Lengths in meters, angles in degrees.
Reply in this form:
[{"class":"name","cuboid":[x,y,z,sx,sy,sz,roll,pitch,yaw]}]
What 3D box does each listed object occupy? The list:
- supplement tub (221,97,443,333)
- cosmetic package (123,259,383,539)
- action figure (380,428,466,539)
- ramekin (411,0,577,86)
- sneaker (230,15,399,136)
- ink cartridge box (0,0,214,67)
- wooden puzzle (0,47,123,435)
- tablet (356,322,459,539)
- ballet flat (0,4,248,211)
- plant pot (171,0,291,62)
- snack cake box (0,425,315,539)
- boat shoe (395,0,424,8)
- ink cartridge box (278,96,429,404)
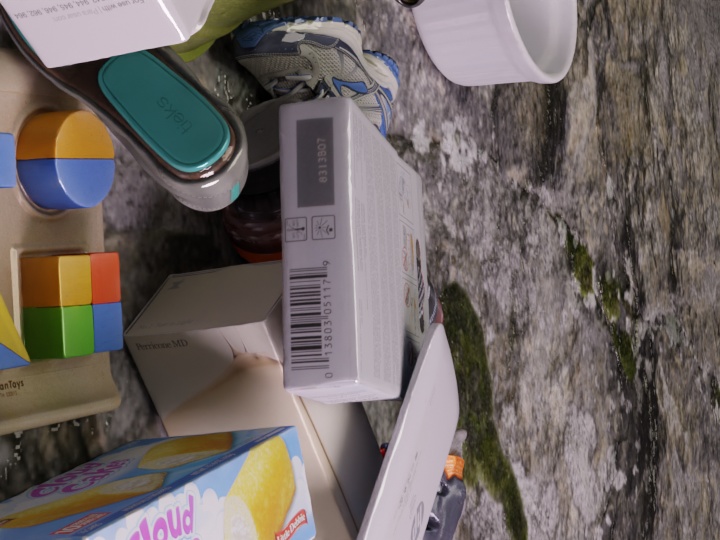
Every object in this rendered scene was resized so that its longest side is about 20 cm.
[{"class":"supplement tub","cuboid":[-0.025,-0.018,0.987,0.201,0.106,0.107,60,35,-37]},{"class":"cosmetic package","cuboid":[-0.055,0.099,0.905,0.201,0.103,0.073,68,30,-26]},{"class":"action figure","cuboid":[0.050,0.208,1.094,0.200,0.104,0.195,20,76,-58]},{"class":"ramekin","cuboid":[0.118,-0.262,1.331,0.200,0.097,0.202,23,63,-59]},{"class":"sneaker","cuboid":[-0.026,-0.125,1.045,0.200,0.077,0.086,15,75,-61]},{"class":"ink cartridge box","cuboid":[-0.129,-0.210,0.622,0.200,0.083,0.146,60,35,-39]},{"class":"wooden puzzle","cuboid":[-0.179,-0.019,0.748,0.185,0.046,0.202,-6,90,-63]},{"class":"tablet","cuboid":[0.027,0.146,0.906,0.130,0.014,0.201,74,32,-56]},{"class":"ballet flat","cuboid":[-0.132,-0.108,0.785,0.200,0.067,0.064,48,-10,16]},{"class":"plant pot","cuboid":[-0.057,-0.238,0.885,0.200,0.183,0.202,24,63,-60]},{"class":"snack cake box","cuboid":[-0.121,0.139,0.752,0.200,0.114,0.068,-21,102,-63]},{"class":"boat shoe","cuboid":[0.031,-0.250,1.008,0.201,0.071,0.066,65,33,-68]},{"class":"ink cartridge box","cuboid":[0.000,0.000,0.892,0.200,0.057,0.164,43,44,-76]}]
